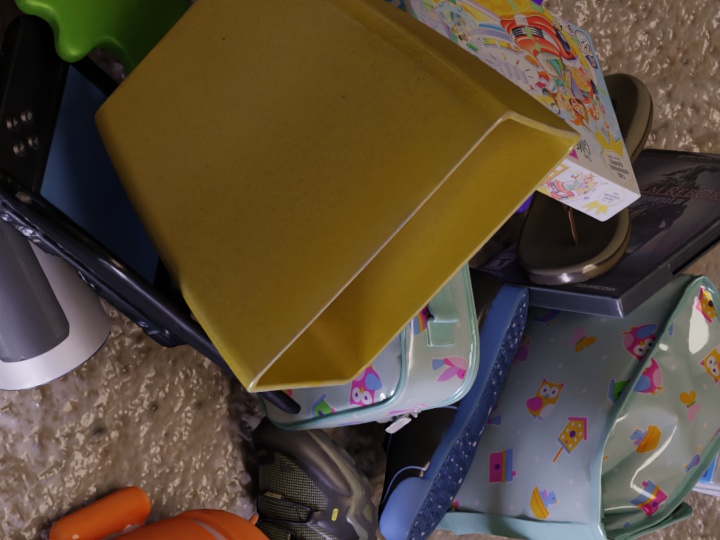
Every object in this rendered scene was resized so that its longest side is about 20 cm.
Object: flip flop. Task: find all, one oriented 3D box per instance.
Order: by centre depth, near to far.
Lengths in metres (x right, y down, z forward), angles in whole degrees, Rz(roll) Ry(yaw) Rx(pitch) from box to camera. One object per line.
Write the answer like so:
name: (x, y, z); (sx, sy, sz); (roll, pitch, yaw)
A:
flip flop: (0.150, -0.068, 1.789); (0.058, 0.081, 0.200); (60, 40, -40)

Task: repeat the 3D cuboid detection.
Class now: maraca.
maraca: (-0.138, -0.197, 1.498); (0.137, 0.107, 0.200); (15, 58, -22)

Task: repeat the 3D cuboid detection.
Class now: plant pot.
plant pot: (-0.025, -0.067, 1.448); (0.200, 0.176, 0.200); (-47, 167, 10)

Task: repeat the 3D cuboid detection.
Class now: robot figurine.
robot figurine: (-0.121, 0.213, 1.579); (0.200, 0.144, 0.117); (-18, 124, -39)

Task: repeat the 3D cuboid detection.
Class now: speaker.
speaker: (-0.216, -0.035, 1.488); (0.081, 0.081, 0.200); (-40, 120, -31)

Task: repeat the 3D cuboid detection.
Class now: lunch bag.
lunch bag: (0.000, 0.000, 1.613); (0.077, 0.160, 0.200); (-1, 80, -44)
lunch bag: (0.150, 0.103, 1.769); (0.122, 0.170, 0.200); (51, 58, -33)

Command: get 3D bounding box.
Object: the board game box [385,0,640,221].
board game box: (0.086, -0.121, 1.634); (0.200, 0.034, 0.135); (22, 44, -43)

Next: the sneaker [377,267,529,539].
sneaker: (0.042, 0.086, 1.728); (0.070, 0.078, 0.200); (78, 34, -59)

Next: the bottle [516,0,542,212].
bottle: (0.087, -0.140, 1.753); (0.083, 0.065, 0.200); (2, 94, -54)

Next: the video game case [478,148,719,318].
video game case: (0.189, -0.029, 1.808); (0.200, 0.143, 0.019); (-36, 118, -33)

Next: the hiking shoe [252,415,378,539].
hiking shoe: (-0.041, 0.190, 1.675); (0.101, 0.076, 0.200); (-31, 116, -39)

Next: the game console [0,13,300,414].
game console: (-0.113, -0.031, 1.468); (0.200, 0.116, 0.176); (43, 49, -48)

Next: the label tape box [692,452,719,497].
label tape box: (0.268, 0.134, 1.899); (0.200, 0.143, 0.066); (22, 81, -41)
